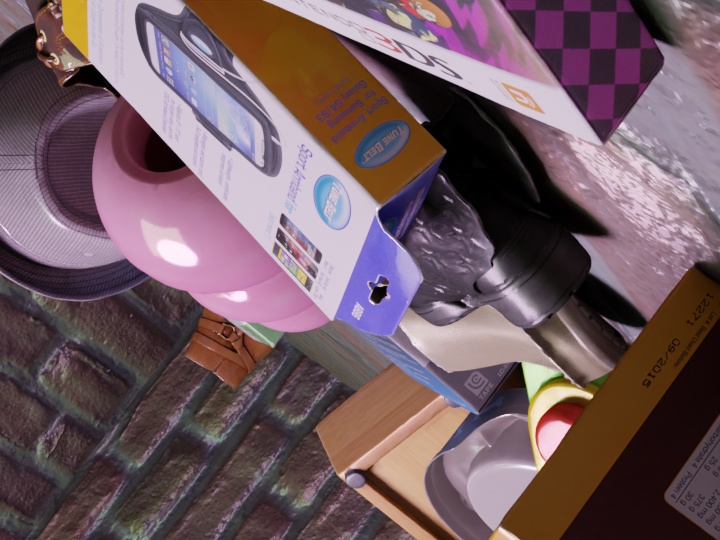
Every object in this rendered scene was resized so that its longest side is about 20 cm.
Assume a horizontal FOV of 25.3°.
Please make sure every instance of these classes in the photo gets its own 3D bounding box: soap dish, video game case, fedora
[{"bbox_3d":[0.087,0.145,1.202,0.200,0.157,0.081,41,-151,-17],"label":"soap dish"},{"bbox_3d":[-0.031,-0.125,0.417,0.181,0.036,0.200,30,171,43],"label":"video game case"},{"bbox_3d":[-0.153,-0.068,0.989,0.199,0.178,0.090,5,180,-45],"label":"fedora"}]

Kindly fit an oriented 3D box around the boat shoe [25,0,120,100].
[{"bbox_3d":[-0.146,-0.130,0.902,0.200,0.070,0.070,39,178,0],"label":"boat shoe"}]

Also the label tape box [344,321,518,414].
[{"bbox_3d":[0.000,0.000,1.053,0.200,0.063,0.144,40,174,-19],"label":"label tape box"}]

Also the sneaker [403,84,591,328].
[{"bbox_3d":[0.034,-0.026,0.703,0.104,0.060,0.200,40,170,-14],"label":"sneaker"}]

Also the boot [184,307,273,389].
[{"bbox_3d":[-0.201,0.056,2.233,0.200,0.155,0.074,39,174,-12],"label":"boot"}]

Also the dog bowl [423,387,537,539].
[{"bbox_3d":[0.144,0.153,1.071,0.199,0.059,0.200,21,150,13],"label":"dog bowl"}]

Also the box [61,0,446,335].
[{"bbox_3d":[-0.041,-0.065,0.630,0.200,0.041,0.119,45,158,9],"label":"box"}]

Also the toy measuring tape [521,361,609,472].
[{"bbox_3d":[0.136,0.116,0.873,0.074,0.073,0.201,27,133,61],"label":"toy measuring tape"}]

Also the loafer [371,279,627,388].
[{"bbox_3d":[0.062,0.023,0.831,0.076,0.068,0.200,39,176,-32],"label":"loafer"}]

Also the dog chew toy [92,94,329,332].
[{"bbox_3d":[-0.058,-0.029,0.857,0.124,0.125,0.200,34,170,31],"label":"dog chew toy"}]

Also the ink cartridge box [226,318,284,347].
[{"bbox_3d":[-0.169,-0.003,1.927,0.200,0.088,0.145,37,174,-11],"label":"ink cartridge box"}]

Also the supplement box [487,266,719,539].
[{"bbox_3d":[0.154,0.143,0.645,0.200,0.133,0.197,37,156,11],"label":"supplement box"}]
